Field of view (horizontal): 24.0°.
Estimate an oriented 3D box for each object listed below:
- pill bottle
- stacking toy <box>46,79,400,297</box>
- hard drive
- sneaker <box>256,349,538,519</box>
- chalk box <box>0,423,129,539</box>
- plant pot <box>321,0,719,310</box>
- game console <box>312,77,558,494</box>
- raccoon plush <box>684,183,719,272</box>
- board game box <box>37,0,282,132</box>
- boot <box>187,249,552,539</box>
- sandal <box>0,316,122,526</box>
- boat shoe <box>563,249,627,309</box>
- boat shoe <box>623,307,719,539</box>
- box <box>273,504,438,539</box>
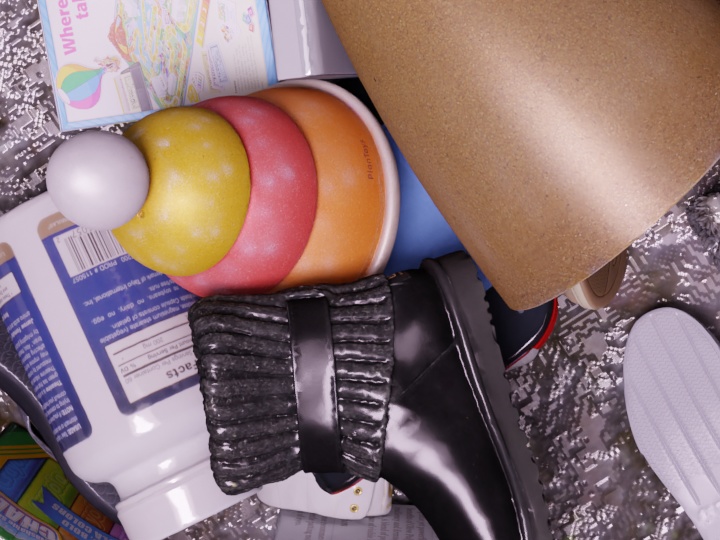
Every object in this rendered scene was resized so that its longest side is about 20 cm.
[{"bbox_3d":[-0.134,0.052,0.972,0.110,0.111,0.201,-26,85,8],"label":"pill bottle"},{"bbox_3d":[-0.086,-0.043,0.884,0.145,0.199,0.147,-6,81,36],"label":"stacking toy"},{"bbox_3d":[-0.025,-0.204,0.910,0.026,0.132,0.202,-4,95,18],"label":"hard drive"},{"bbox_3d":[0.021,0.087,1.018,0.199,0.074,0.116,-10,103,15],"label":"sneaker"},{"bbox_3d":[-0.206,0.197,0.982,0.124,0.200,0.125,33,103,-5],"label":"chalk box"},{"bbox_3d":[0.072,-0.115,0.845,0.200,0.186,0.186,44,101,-7],"label":"plant pot"},{"bbox_3d":[0.000,0.000,0.970,0.176,0.031,0.201,-36,68,6],"label":"game console"},{"bbox_3d":[0.234,0.038,0.957,0.133,0.097,0.201,17,71,2],"label":"raccoon plush"},{"bbox_3d":[-0.124,-0.190,0.979,0.133,0.034,0.202,-7,102,4],"label":"board game box"},{"bbox_3d":[0.003,0.101,0.876,0.157,0.079,0.213,-14,85,-13],"label":"boot"},{"bbox_3d":[-0.182,0.074,1.031,0.200,0.076,0.043,49,144,-4],"label":"sandal"},{"bbox_3d":[0.096,-0.070,0.985,0.065,0.072,0.201,-10,110,42],"label":"boat shoe"},{"bbox_3d":[0.217,0.117,1.014,0.072,0.071,0.201,-26,80,21],"label":"boat shoe"},{"bbox_3d":[0.022,0.262,0.987,0.170,0.199,0.202,4,104,2],"label":"box"}]
